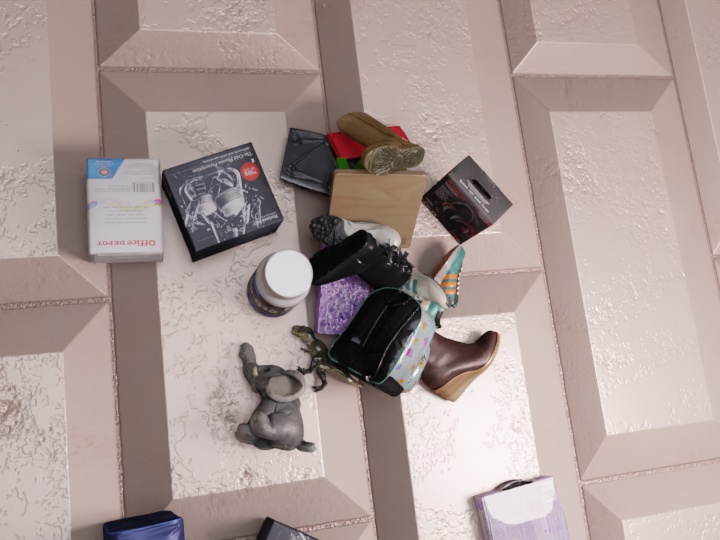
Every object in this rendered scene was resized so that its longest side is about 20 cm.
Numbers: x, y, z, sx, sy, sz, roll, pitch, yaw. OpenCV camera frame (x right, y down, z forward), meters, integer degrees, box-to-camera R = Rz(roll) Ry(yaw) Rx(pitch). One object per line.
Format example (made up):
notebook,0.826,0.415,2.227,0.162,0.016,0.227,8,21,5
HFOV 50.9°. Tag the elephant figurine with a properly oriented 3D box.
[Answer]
elephant figurine,-0.170,0.252,1.526,0.155,0.141,0.201,37,50,-36

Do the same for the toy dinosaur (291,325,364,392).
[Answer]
toy dinosaur,-0.083,0.203,1.600,0.200,0.047,0.088,46,63,-6

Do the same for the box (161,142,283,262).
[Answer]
box,-0.290,-0.143,1.585,0.199,0.104,0.183,-22,86,-19

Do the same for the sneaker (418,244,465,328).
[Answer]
sneaker,0.192,0.039,1.707,0.080,0.071,0.201,33,78,-8

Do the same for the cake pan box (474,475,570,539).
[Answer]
cake pan box,0.356,0.558,1.645,0.183,0.052,0.201,-11,81,-20

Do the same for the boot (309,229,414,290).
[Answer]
boot,-0.001,0.000,1.588,0.162,0.198,0.074,33,38,-42

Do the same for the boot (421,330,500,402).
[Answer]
boot,0.202,0.171,1.666,0.166,0.072,0.200,44,76,-14

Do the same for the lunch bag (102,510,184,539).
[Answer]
lunch bag,-0.384,0.516,1.357,0.135,0.200,0.133,-5,82,-23

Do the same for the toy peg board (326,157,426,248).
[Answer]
toy peg board,0.022,-0.155,1.657,0.199,0.200,0.098,0,42,-13

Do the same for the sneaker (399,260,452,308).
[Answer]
sneaker,0.110,0.044,1.641,0.093,0.070,0.200,-49,53,-3

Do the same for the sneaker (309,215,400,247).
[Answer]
sneaker,-0.014,-0.073,1.616,0.199,0.072,0.072,10,83,-9

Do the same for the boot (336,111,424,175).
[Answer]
boot,0.015,-0.274,1.607,0.175,0.066,0.200,-8,36,-43

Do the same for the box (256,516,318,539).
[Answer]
box,-0.136,0.608,1.452,0.181,0.104,0.201,26,71,-8

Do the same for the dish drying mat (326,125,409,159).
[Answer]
dish drying mat,0.024,-0.293,1.724,0.199,0.018,0.077,-12,65,-32

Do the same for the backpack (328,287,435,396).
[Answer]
backpack,0.060,0.144,1.566,0.153,0.175,0.201,34,80,-48

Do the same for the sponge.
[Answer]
sponge,-0.037,0.039,1.642,0.111,0.030,0.201,6,84,-18

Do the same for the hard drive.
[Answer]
hard drive,-0.077,-0.233,1.699,0.199,0.042,0.136,14,74,-14

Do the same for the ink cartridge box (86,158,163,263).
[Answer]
ink cartridge box,-0.476,-0.118,1.535,0.144,0.085,0.201,-2,77,-16

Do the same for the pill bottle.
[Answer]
pill bottle,-0.163,0.026,1.532,0.113,0.200,0.115,4,76,-15

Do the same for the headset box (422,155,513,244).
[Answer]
headset box,0.237,-0.157,1.692,0.075,0.200,0.149,-43,92,-20
